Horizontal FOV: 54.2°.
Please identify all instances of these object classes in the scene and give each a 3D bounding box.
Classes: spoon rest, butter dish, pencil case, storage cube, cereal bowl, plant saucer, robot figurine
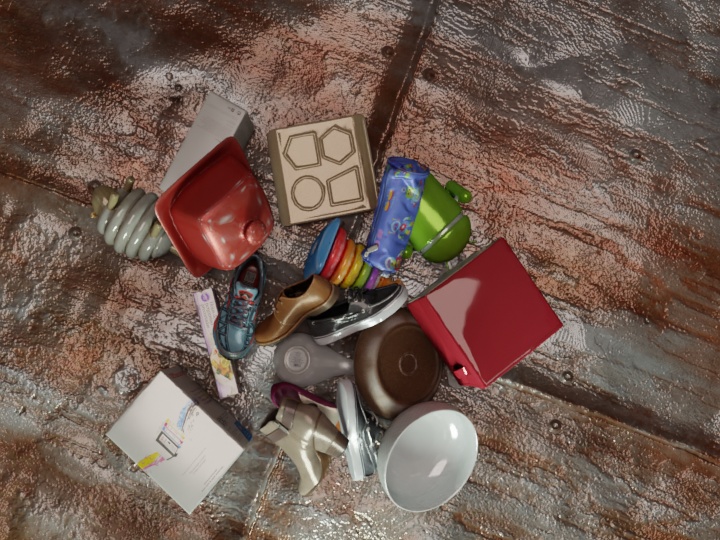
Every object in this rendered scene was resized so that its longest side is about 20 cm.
[{"bbox_3d":[-0.069,0.175,1.318,0.195,0.061,0.102,7,83,12],"label":"spoon rest"},{"bbox_3d":[-0.223,-0.089,1.225,0.146,0.202,0.200,27,62,33],"label":"butter dish"},{"bbox_3d":[0.056,-0.096,1.229,0.077,0.086,0.205,30,112,36],"label":"pencil case"},{"bbox_3d":[0.210,0.075,1.223,0.198,0.171,0.182,-36,88,-10],"label":"storage cube"},{"bbox_3d":[0.112,0.326,1.275,0.195,0.083,0.205,-9,110,-24],"label":"cereal bowl"},{"bbox_3d":[0.080,0.170,1.287,0.196,0.036,0.206,3,85,-30],"label":"plant saucer"},{"bbox_3d":[0.126,-0.101,1.313,0.175,0.116,0.201,-42,89,0],"label":"robot figurine"}]

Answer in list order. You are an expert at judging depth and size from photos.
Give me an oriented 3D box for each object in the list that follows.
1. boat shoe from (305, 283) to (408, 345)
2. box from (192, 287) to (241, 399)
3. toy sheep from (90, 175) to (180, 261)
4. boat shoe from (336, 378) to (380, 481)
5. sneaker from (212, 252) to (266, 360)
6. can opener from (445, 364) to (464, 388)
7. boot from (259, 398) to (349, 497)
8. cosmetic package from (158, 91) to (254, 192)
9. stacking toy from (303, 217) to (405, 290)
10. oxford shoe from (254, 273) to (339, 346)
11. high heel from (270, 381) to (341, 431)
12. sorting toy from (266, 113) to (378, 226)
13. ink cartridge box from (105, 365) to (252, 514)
[{"bbox_3d":[-0.011,0.065,1.275,0.196,0.070,0.067,-25,116,16],"label":"boat shoe"},{"bbox_3d":[-0.267,0.136,1.312,0.038,0.041,0.205,-15,85,-5],"label":"box"},{"bbox_3d":[-0.402,-0.085,1.280,0.198,0.138,0.139,37,84,-5],"label":"toy sheep"},{"bbox_3d":[0.002,0.280,1.256,0.066,0.072,0.205,-14,109,-14],"label":"boat shoe"},{"bbox_3d":[-0.218,0.058,1.269,0.077,0.096,0.205,12,66,-9],"label":"sneaker"},{"bbox_3d":[0.181,0.123,1.334,0.052,0.066,0.206,-14,84,39],"label":"can opener"},{"bbox_3d":[-0.114,0.309,1.247,0.144,0.071,0.202,30,122,-6],"label":"boot"},{"bbox_3d":[-0.282,-0.211,1.307,0.083,0.108,0.203,28,83,2],"label":"cosmetic package"},{"bbox_3d":[0.000,0.000,1.316,0.196,0.110,0.118,25,69,-12],"label":"stacking toy"},{"bbox_3d":[-0.133,0.066,1.279,0.199,0.072,0.071,-37,126,23],"label":"oxford shoe"},{"bbox_3d":[-0.078,0.266,1.316,0.196,0.096,0.069,22,95,-21],"label":"high heel"},{"bbox_3d":[-0.072,-0.193,1.355,0.195,0.036,0.190,-11,86,1],"label":"sorting toy"},{"bbox_3d":[-0.314,0.291,1.243,0.199,0.147,0.145,42,85,2],"label":"ink cartridge box"}]
